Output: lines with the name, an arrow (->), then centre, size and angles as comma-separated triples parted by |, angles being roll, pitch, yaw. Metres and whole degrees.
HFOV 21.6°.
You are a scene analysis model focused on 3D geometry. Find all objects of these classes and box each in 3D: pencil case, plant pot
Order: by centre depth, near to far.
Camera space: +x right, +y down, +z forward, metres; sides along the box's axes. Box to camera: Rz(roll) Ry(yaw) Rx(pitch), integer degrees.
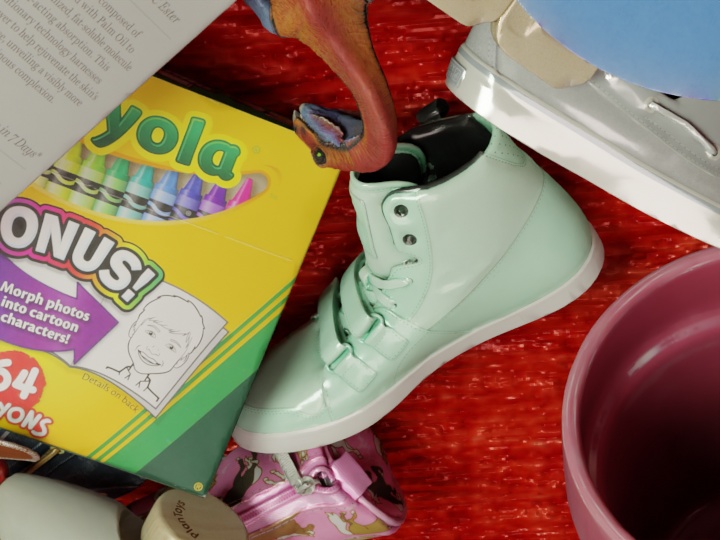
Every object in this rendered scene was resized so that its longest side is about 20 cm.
plant pot -> 0.197, 0.116, 0.893 | 0.199, 0.201, 0.179 | -4, 140, 6
pencil case -> -0.077, 0.135, 0.955 | 0.199, 0.083, 0.087 | -28, 131, 14

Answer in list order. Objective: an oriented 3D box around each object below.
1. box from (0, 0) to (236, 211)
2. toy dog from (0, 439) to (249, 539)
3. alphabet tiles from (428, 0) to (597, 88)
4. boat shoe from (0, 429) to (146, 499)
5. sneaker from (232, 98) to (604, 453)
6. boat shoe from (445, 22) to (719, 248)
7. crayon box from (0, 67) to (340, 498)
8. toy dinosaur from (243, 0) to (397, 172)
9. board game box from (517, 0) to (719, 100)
box -> -0.175, -0.104, 0.702 | 0.200, 0.106, 0.152 | -41, 145, 4
toy dog -> -0.154, 0.130, 0.863 | 0.199, 0.096, 0.132 | 11, 111, 4
alphabet tiles -> 0.106, -0.175, 0.749 | 0.195, 0.015, 0.200 | 30, 104, -23
boat shoe -> -0.166, 0.096, 0.954 | 0.091, 0.071, 0.200 | 38, 117, -18
sneaker -> 0.000, 0.000, 0.873 | 0.200, 0.074, 0.118 | -31, 128, 11
boat shoe -> 0.136, -0.064, 0.834 | 0.199, 0.072, 0.069 | 28, 106, -7
crayon box -> -0.131, -0.014, 0.848 | 0.199, 0.058, 0.173 | 20, 101, -12
toy dinosaur -> -0.038, -0.122, 0.755 | 0.105, 0.200, 0.182 | -16, 93, 32
board game box -> 0.136, -0.162, 0.700 | 0.157, 0.039, 0.201 | 21, 93, 0
